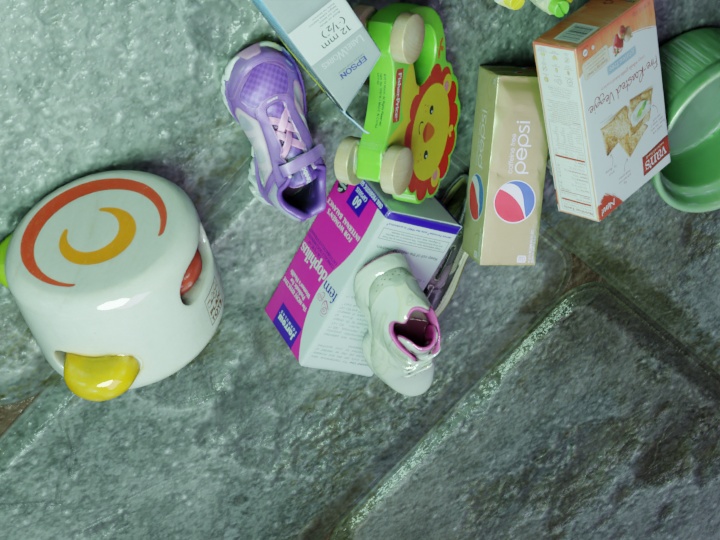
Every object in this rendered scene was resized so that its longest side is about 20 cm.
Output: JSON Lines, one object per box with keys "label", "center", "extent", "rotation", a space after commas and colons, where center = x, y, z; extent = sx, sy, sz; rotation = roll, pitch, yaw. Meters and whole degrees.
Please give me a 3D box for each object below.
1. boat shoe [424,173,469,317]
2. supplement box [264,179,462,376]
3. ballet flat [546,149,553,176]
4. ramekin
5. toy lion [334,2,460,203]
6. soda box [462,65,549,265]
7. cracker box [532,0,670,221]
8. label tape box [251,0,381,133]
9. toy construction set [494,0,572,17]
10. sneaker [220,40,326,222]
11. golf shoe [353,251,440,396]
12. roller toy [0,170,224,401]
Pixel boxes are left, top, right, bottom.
{"label": "boat shoe", "center": [0.080, -0.020, 1.689], "extent": [0.066, 0.072, 0.201], "rotation": [24, 105, -37]}
{"label": "supplement box", "center": [0.000, 0.000, 1.627], "extent": [0.103, 0.101, 0.200], "rotation": [10, 119, -38]}
{"label": "ballet flat", "center": [0.217, -0.150, 1.667], "extent": [0.074, 0.074, 0.200], "rotation": [-19, 124, -19]}
{"label": "ramekin", "center": [0.386, -0.173, 1.734], "extent": [0.200, 0.098, 0.200], "rotation": [-18, 133, -20]}
{"label": "toy lion", "center": [0.050, -0.161, 1.514], "extent": [0.192, 0.069, 0.200], "rotation": [-26, 125, -59]}
{"label": "soda box", "center": [0.152, -0.109, 1.606], "extent": [0.064, 0.068, 0.200], "rotation": [0, 106, -14]}
{"label": "cracker box", "center": [0.249, -0.169, 1.582], "extent": [0.134, 0.058, 0.200], "rotation": [-38, 130, -33]}
{"label": "label tape box", "center": [-0.049, -0.230, 1.373], "extent": [0.066, 0.143, 0.200], "rotation": [-40, 136, 3]}
{"label": "toy construction set", "center": [0.207, -0.328, 1.504], "extent": [0.200, 0.092, 0.131], "rotation": [-42, 137, 20]}
{"label": "sneaker", "center": [-0.072, -0.125, 1.487], "extent": [0.080, 0.088, 0.200], "rotation": [-24, 134, -12]}
{"label": "golf shoe", "center": [0.046, 0.074, 1.581], "extent": [0.075, 0.092, 0.200], "rotation": [-30, 138, -11]}
{"label": "roller toy", "center": [-0.221, 0.014, 1.433], "extent": [0.182, 0.200, 0.140], "rotation": [-31, 137, -15]}
